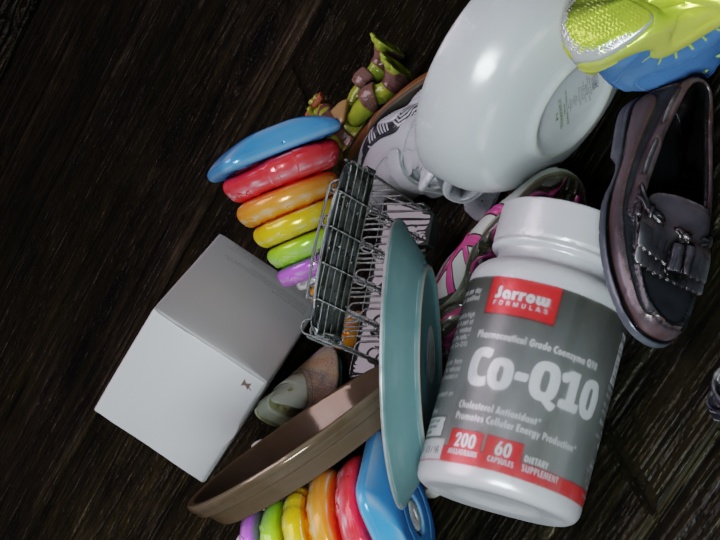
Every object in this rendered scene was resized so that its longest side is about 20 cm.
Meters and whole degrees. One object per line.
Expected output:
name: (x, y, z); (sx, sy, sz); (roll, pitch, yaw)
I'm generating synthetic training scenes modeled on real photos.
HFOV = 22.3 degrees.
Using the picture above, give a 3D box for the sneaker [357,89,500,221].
sneaker: (0.058, -0.085, 1.519); (0.200, 0.075, 0.116); (-41, 33, 41)

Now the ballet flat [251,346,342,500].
ballet flat: (-0.060, 0.145, 1.584); (0.068, 0.067, 0.201); (-37, 38, 49)

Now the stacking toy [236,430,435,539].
stacking toy: (-0.049, 0.206, 1.339); (0.199, 0.117, 0.110); (-19, 21, 15)

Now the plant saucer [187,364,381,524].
plant saucer: (-0.040, 0.130, 1.365); (0.199, 0.030, 0.200); (-34, 4, 2)

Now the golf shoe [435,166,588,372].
golf shoe: (0.098, -0.008, 1.374); (0.200, 0.072, 0.092); (-54, 26, 29)

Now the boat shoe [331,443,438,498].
boat shoe: (0.005, 0.143, 1.455); (0.200, 0.060, 0.074); (4, 74, 65)

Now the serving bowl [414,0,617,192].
serving bowl: (0.131, -0.135, 1.313); (0.066, 0.200, 0.201); (38, 108, 28)

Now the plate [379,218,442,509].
plate: (0.038, 0.064, 1.269); (0.200, 0.025, 0.202); (-2, -90, -81)

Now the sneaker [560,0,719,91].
sneaker: (0.236, -0.183, 1.236); (0.199, 0.105, 0.076); (-23, 61, 16)

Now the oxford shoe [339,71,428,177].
oxford shoe: (0.037, -0.131, 1.616); (0.200, 0.071, 0.072); (-42, 30, 47)

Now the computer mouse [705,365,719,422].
computer mouse: (0.258, -0.012, 1.071); (0.138, 0.052, 0.202); (-30, 54, 56)

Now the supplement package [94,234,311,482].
supplement package: (-0.134, 0.074, 1.649); (0.122, 0.119, 0.200); (-56, 1, 23)

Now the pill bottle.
pill bottle: (0.116, 0.060, 1.224); (0.114, 0.113, 0.201); (-11, 61, 62)

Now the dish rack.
dish rack: (0.000, 0.000, 1.427); (0.054, 0.200, 0.155); (6, 80, 26)

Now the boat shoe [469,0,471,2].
boat shoe: (0.124, -0.187, 1.379); (0.073, 0.063, 0.202); (31, 112, 38)

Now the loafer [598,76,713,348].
loafer: (0.200, -0.046, 1.196); (0.063, 0.072, 0.201); (-37, 35, 43)

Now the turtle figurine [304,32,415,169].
turtle figurine: (-0.015, -0.138, 1.733); (0.161, 0.064, 0.200); (-48, 14, 18)

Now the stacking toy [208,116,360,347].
stacking toy: (-0.045, -0.026, 1.598); (0.110, 0.115, 0.201); (162, 86, -77)
